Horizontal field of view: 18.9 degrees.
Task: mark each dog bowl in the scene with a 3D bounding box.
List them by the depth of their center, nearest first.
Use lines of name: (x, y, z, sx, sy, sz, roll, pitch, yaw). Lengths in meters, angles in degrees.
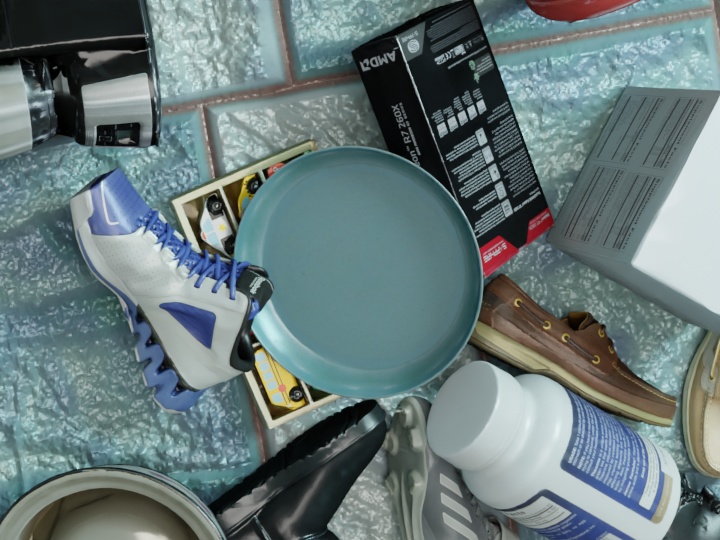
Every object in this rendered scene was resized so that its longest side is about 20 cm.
dog bowl: (-0.186, 0.240, 1.663, 0.199, 0.074, 0.201, 1, 100, 6)

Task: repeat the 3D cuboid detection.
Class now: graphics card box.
graphics card box: (0.075, -0.102, 1.698, 0.125, 0.051, 0.201, -34, 108, -50)

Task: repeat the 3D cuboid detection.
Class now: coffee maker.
coffee maker: (-0.256, -0.172, 1.602, 0.199, 0.135, 0.193, -11, 97, -13)

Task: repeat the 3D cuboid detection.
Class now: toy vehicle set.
toy vehicle set: (-0.057, 0.011, 1.721, 0.124, 0.027, 0.201, -25, 100, -10)

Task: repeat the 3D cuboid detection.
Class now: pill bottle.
pill bottle: (0.151, 0.151, 1.717, 0.200, 0.111, 0.111, 31, 87, -31)

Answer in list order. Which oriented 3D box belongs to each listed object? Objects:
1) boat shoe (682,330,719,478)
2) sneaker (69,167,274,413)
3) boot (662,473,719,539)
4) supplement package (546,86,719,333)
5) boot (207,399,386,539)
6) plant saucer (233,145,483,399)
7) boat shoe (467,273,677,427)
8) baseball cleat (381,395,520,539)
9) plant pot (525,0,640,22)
boat shoe: (0.320, 0.078, 1.796, 0.073, 0.069, 0.201, 10, 93, -14)
sneaker: (-0.131, 0.004, 1.656, 0.115, 0.081, 0.200, -19, 108, 19)
boot: (0.277, 0.284, 1.795, 0.162, 0.073, 0.199, 34, 80, -17)
supplement package: (0.272, -0.045, 1.706, 0.151, 0.200, 0.151, 28, 88, -15)
boot: (-0.025, 0.219, 1.725, 0.198, 0.073, 0.163, -36, 100, -1)
plant saucer: (0.000, 0.000, 1.667, 0.199, 0.027, 0.201, 4, 106, 15)
boat shoe: (0.178, 0.068, 1.760, 0.199, 0.072, 0.068, 27, 88, -15)
baseball cleat: (0.075, 0.195, 1.759, 0.106, 0.070, 0.201, -9, 102, -26)
plant pot: (0.173, -0.305, 1.666, 0.200, 0.200, 0.183, -33, 111, -8)
